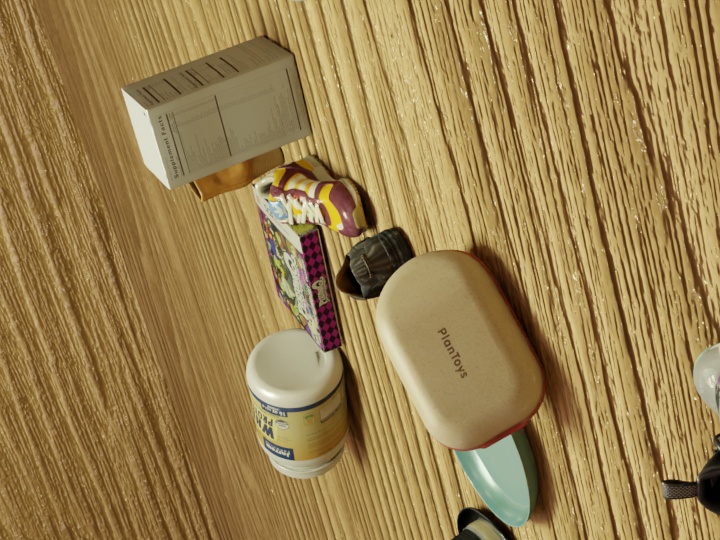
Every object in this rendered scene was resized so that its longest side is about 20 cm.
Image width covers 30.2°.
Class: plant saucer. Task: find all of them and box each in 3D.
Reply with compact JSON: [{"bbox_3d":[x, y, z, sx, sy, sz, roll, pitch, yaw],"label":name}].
[{"bbox_3d":[0.142,0.184,1.468,0.201,0.027,0.201,56,159,35],"label":"plant saucer"}]

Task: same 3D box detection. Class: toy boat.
[{"bbox_3d":[0.104,0.078,1.338,0.201,0.130,0.131,63,-169,14],"label":"toy boat"}]

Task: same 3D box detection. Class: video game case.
[{"bbox_3d":[-0.091,-0.008,1.921,0.181,0.036,0.202,47,154,52],"label":"video game case"}]

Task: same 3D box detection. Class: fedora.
[{"bbox_3d":[0.143,0.390,1.603,0.201,0.091,0.202,57,160,33],"label":"fedora"}]

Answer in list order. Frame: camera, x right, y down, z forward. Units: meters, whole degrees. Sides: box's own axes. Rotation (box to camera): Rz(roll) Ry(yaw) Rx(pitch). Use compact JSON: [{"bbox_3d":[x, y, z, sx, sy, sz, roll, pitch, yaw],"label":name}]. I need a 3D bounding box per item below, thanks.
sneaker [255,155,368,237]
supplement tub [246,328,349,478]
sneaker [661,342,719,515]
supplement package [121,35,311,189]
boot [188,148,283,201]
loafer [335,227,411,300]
[{"bbox_3d":[-0.062,-0.079,1.651,0.200,0.089,0.076,37,146,59],"label":"sneaker"},{"bbox_3d":[-0.090,0.202,1.997,0.145,0.143,0.201,52,157,41],"label":"supplement tub"},{"bbox_3d":[0.245,0.111,0.867,0.200,0.139,0.078,27,137,64],"label":"sneaker"},{"bbox_3d":[-0.180,-0.201,1.675,0.109,0.198,0.115,40,148,56],"label":"supplement package"},{"bbox_3d":[-0.209,-0.194,1.866,0.202,0.143,0.071,58,160,28],"label":"boot"},{"bbox_3d":[0.000,0.000,1.592,0.073,0.072,0.200,64,163,8],"label":"loafer"}]
